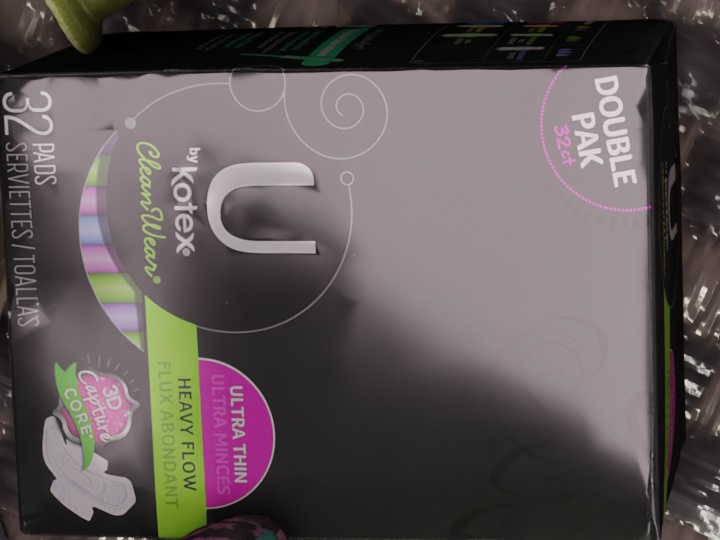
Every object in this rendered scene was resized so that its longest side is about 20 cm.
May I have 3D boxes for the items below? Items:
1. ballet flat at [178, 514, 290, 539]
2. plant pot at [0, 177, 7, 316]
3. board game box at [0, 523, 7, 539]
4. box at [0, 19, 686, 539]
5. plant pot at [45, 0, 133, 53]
[{"bbox_3d":[-0.064,0.142,0.834,0.069,0.071,0.200,43,137,12],"label":"ballet flat"},{"bbox_3d":[-0.183,-0.012,0.832,0.134,0.200,0.201,26,104,7],"label":"plant pot"},{"bbox_3d":[-0.211,0.148,0.948,0.199,0.043,0.200,-19,98,13],"label":"board game box"},{"bbox_3d":[0.000,0.000,0.840,0.199,0.124,0.149,0,101,10],"label":"box"},{"bbox_3d":[-0.030,-0.190,0.796,0.189,0.200,0.201,-20,96,1],"label":"plant pot"}]
